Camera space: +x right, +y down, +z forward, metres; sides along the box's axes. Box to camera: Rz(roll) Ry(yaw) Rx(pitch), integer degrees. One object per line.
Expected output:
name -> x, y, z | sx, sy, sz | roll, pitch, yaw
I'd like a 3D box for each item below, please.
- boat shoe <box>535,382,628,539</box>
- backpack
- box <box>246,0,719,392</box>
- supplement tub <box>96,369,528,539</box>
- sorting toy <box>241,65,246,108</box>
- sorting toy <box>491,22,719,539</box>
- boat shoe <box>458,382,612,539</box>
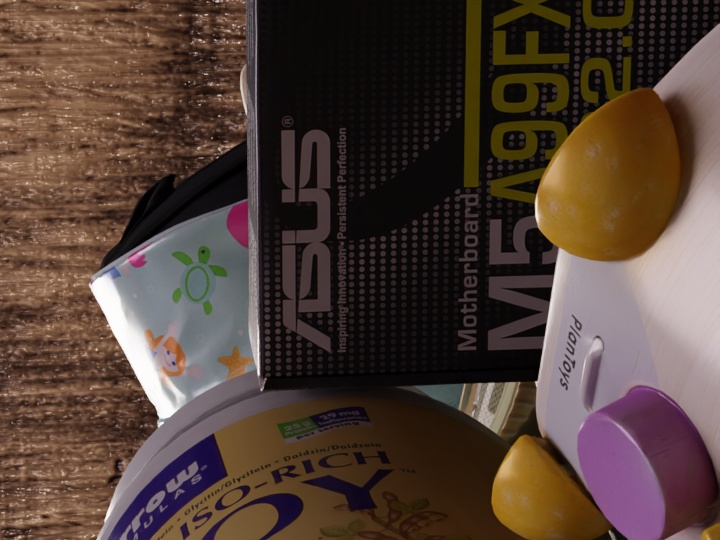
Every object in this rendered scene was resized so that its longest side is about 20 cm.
boat shoe -> 0.094, 0.052, 0.830 | 0.072, 0.060, 0.201 | 62, -178, -11
backpack -> 0.000, 0.000, 1.066 | 0.178, 0.199, 0.151 | 171, 77, -83
box -> 0.049, -0.070, 0.728 | 0.044, 0.159, 0.201 | -112, 22, -71
supplement tub -> 0.001, 0.115, 0.719 | 0.200, 0.145, 0.146 | -120, 29, -69
sorting toy -> 0.002, -0.066, 1.515 | 0.200, 0.106, 0.181 | 105, 153, -78
sorting toy -> 0.115, 0.059, 0.562 | 0.201, 0.106, 0.180 | 94, 153, -46
boat shoe -> 0.070, 0.040, 0.978 | 0.063, 0.073, 0.202 | -116, 28, -68
